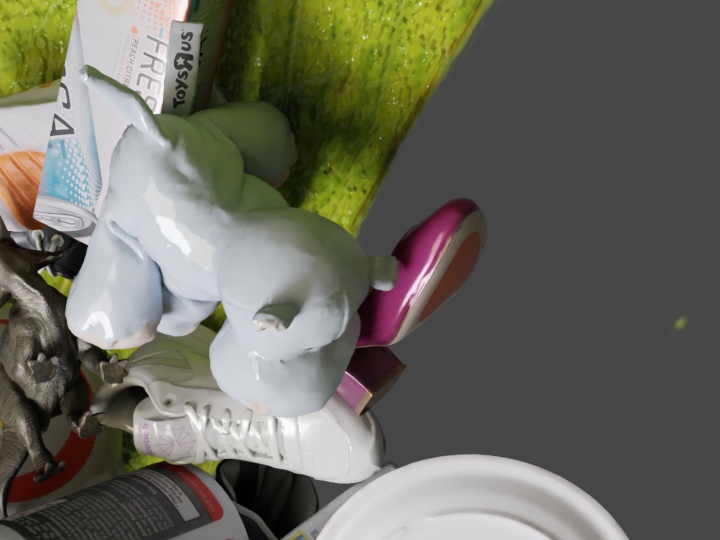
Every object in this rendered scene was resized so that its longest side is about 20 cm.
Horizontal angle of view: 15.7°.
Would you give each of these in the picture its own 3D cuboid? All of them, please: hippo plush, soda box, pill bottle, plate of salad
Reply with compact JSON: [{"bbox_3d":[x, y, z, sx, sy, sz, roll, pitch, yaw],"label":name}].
[{"bbox_3d":[-0.050,-0.016,1.397,0.160,0.159,0.201,32,132,26],"label":"hippo plush"},{"bbox_3d":[-0.122,-0.108,1.446,0.068,0.064,0.201,25,123,14],"label":"soda box"},{"bbox_3d":[-0.170,0.192,1.529,0.116,0.199,0.117,24,122,45],"label":"pill bottle"},{"bbox_3d":[0.064,0.192,1.472,0.199,0.048,0.201,2,109,4],"label":"plate of salad"}]

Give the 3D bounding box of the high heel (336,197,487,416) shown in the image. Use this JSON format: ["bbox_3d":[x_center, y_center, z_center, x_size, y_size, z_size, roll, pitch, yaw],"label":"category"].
[{"bbox_3d":[0.000,0.000,1.434,0.096,0.067,0.200,45,140,11],"label":"high heel"}]

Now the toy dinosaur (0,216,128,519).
[{"bbox_3d":[-0.192,0.061,1.573,0.102,0.077,0.201,-128,34,-49],"label":"toy dinosaur"}]

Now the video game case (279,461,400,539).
[{"bbox_3d":[0.003,0.244,1.522,0.200,0.182,0.023,56,161,-2],"label":"video game case"}]

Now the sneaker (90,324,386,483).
[{"bbox_3d":[-0.074,0.095,1.555,0.199,0.099,0.075,15,126,37],"label":"sneaker"}]

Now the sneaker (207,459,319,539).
[{"bbox_3d":[-0.098,0.161,1.655,0.202,0.077,0.147,31,128,39],"label":"sneaker"}]

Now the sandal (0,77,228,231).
[{"bbox_3d":[-0.157,-0.079,1.554,0.206,0.059,0.080,-11,112,27],"label":"sandal"}]

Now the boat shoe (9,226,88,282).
[{"bbox_3d":[-0.198,-0.030,1.624,0.200,0.060,0.076,36,138,22],"label":"boat shoe"}]

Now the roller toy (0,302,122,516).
[{"bbox_3d":[-0.253,0.115,1.689,0.200,0.182,0.140,49,142,15],"label":"roller toy"}]
